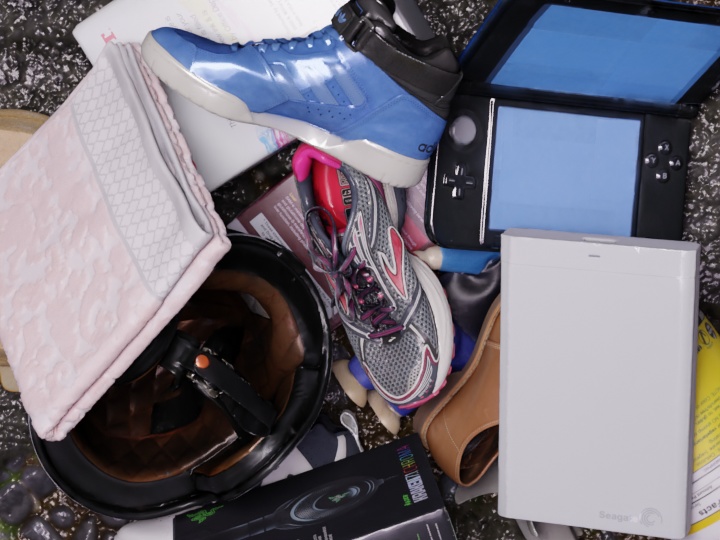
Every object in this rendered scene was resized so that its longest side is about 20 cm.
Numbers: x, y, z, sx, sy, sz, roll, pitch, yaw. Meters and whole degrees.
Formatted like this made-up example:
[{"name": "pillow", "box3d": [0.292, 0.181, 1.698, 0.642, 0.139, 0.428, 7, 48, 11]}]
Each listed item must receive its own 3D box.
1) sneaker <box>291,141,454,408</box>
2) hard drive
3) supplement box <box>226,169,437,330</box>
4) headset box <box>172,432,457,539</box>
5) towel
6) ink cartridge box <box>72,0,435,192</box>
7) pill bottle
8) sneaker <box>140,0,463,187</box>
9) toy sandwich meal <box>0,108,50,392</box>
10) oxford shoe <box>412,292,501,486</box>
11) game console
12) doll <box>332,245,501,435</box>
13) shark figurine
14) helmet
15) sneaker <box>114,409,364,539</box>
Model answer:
[{"name": "sneaker", "box3d": [0.000, 0.000, 1.473, 0.080, 0.075, 0.201, -20, 91, 28]}, {"name": "hard drive", "box3d": [0.158, 0.075, 1.455, 0.131, 0.026, 0.201, 5, 106, 19]}, {"name": "supplement box", "box3d": [0.016, -0.055, 1.544, 0.200, 0.061, 0.109, -37, 94, 11]}, {"name": "headset box", "box3d": [-0.032, 0.204, 1.462, 0.199, 0.174, 0.093, -19, 103, 0]}, {"name": "towel", "box3d": [-0.178, -0.023, 1.395, 0.191, 0.032, 0.200, -47, 48, 23]}, {"name": "ink cartridge box", "box3d": [-0.069, -0.160, 1.497, 0.200, 0.145, 0.146, -31, 94, 9]}, {"name": "pill bottle", "box3d": [0.238, 0.122, 1.518, 0.112, 0.112, 0.200, -36, 93, 10]}, {"name": "sneaker", "box3d": [-0.032, -0.140, 1.380, 0.199, 0.077, 0.111, 24, 109, -5]}, {"name": "toy sandwich meal", "box3d": [-0.246, -0.019, 1.579, 0.204, 0.070, 0.206, 1, 95, 7]}, {"name": "oxford shoe", "box3d": [0.115, 0.069, 1.517, 0.071, 0.071, 0.200, 12, 122, -36]}, {"name": "game console", "box3d": [0.158, -0.093, 1.454, 0.199, 0.118, 0.171, 4, 91, -22]}, {"name": "doll", "box3d": [0.073, 0.026, 1.542, 0.200, 0.049, 0.136, -41, 125, 10]}, {"name": "shark figurine", "box3d": [0.148, 0.187, 1.552, 0.128, 0.090, 0.215, -33, 91, 11]}, {"name": "helmet", "box3d": [-0.132, 0.067, 1.479, 0.190, 0.200, 0.201, -18, 97, 47]}, {"name": "sneaker", "box3d": [-0.085, 0.148, 1.576, 0.198, 0.079, 0.130, -5, 96, 7]}]
